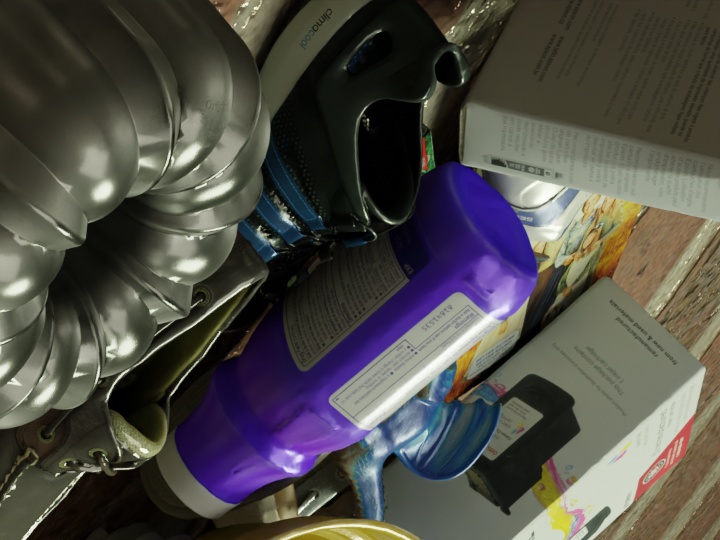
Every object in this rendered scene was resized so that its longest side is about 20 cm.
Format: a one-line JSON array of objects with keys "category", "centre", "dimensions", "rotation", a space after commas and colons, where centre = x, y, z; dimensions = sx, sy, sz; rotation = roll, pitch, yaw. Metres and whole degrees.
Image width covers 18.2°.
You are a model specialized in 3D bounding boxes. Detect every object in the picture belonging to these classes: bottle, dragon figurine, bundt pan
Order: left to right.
[{"category": "bundt pan", "centre": [-0.110, -0.020, 0.825], "dimensions": [0.202, 0.076, 0.202], "rotation": [-41, 159, -19]}, {"category": "bottle", "centre": [-0.010, 0.038, 1.037], "dimensions": [0.200, 0.065, 0.084], "rotation": [-41, -155, 18]}, {"category": "dragon figurine", "centre": [0.032, 0.070, 1.177], "dimensions": [0.200, 0.059, 0.099], "rotation": [-46, 130, 1]}]

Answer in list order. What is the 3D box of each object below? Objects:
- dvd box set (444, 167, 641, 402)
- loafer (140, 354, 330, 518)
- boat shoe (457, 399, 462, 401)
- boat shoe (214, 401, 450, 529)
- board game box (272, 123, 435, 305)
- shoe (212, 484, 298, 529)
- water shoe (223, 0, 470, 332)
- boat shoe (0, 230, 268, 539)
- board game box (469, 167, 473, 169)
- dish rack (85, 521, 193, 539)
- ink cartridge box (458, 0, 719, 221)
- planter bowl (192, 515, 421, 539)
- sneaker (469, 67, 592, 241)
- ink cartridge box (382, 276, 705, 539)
[{"category": "dvd box set", "centre": [0.103, -0.026, 1.216], "dimensions": [0.146, 0.029, 0.200], "rotation": [-32, 153, -34]}, {"category": "loafer", "centre": [-0.018, 0.057, 1.118], "dimensions": [0.200, 0.072, 0.063], "rotation": [-39, 162, 14]}, {"category": "boat shoe", "centre": [-0.001, 0.156, 1.379], "dimensions": [0.200, 0.070, 0.070], "rotation": [-46, 166, -5]}, {"category": "boat shoe", "centre": [-0.024, 0.134, 1.294], "dimensions": [0.202, 0.065, 0.074], "rotation": [-54, 160, 13]}, {"category": "board game box", "centre": [0.000, 0.000, 1.169], "dimensions": [0.105, 0.023, 0.200], "rotation": [-46, 160, -14]}, {"category": "shoe", "centre": [-0.052, 0.164, 1.225], "dimensions": [0.053, 0.070, 0.200], "rotation": [-21, 124, -12]}, {"category": "water shoe", "centre": [-0.020, -0.033, 0.980], "dimensions": [0.071, 0.079, 0.200], "rotation": [-27, 150, -46]}, {"category": "boat shoe", "centre": [-0.112, 0.056, 0.968], "dimensions": [0.201, 0.066, 0.072], "rotation": [-55, 160, 14]}, {"category": "board game box", "centre": [0.129, -0.075, 1.282], "dimensions": [0.136, 0.035, 0.200], "rotation": [-54, 160, 13]}, {"category": "dish rack", "centre": [-0.148, 0.210, 1.203], "dimensions": [0.172, 0.044, 0.200], "rotation": [-47, 159, -9]}, {"category": "ink cartridge box", "centre": [0.167, -0.095, 1.000], "dimensions": [0.200, 0.200, 0.041], "rotation": [-60, 158, -45]}, {"category": "planter bowl", "centre": [-0.057, 0.190, 1.133], "dimensions": [0.200, 0.083, 0.201], "rotation": [-19, 127, -27]}, {"category": "sneaker", "centre": [0.123, -0.090, 1.097], "dimensions": [0.200, 0.075, 0.088], "rotation": [-37, 134, -32]}, {"category": "ink cartridge box", "centre": [0.096, 0.119, 1.302], "dimensions": [0.200, 0.083, 0.146], "rotation": [-41, 160, -15]}]
